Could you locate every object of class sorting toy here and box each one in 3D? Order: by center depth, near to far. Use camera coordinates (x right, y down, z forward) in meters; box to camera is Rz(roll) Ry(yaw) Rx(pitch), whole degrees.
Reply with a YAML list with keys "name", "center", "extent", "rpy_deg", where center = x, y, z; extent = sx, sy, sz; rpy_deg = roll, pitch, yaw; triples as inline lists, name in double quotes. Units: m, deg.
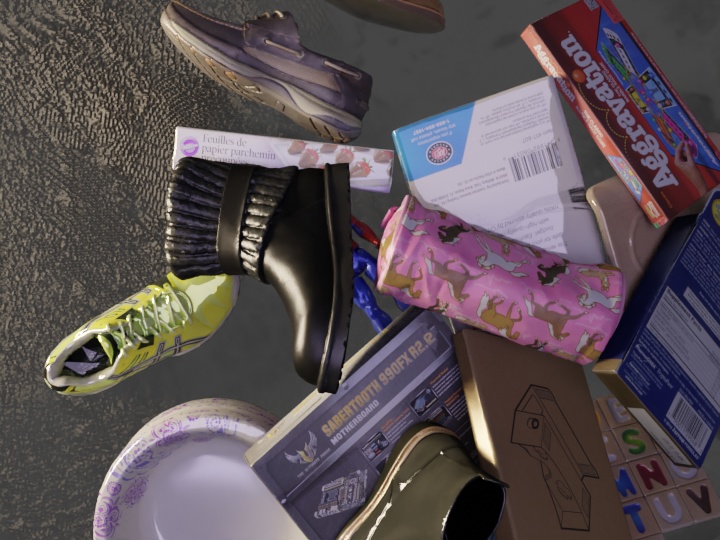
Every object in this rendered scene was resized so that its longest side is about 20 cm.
- name: "sorting toy"
  center: [0.288, -0.003, 0.787]
  extent: [0.183, 0.036, 0.203]
  rpy_deg: [-24, 96, -29]

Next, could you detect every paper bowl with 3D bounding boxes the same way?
- name: "paper bowl"
  center: [-0.130, 0.216, 0.798]
  extent: [0.196, 0.104, 0.205]
  rpy_deg: [0, 95, -2]

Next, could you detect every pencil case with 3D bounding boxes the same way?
- name: "pencil case"
  center: [0.106, 0.007, 0.705]
  extent: [0.196, 0.087, 0.084]
  rpy_deg: [18, 95, -3]

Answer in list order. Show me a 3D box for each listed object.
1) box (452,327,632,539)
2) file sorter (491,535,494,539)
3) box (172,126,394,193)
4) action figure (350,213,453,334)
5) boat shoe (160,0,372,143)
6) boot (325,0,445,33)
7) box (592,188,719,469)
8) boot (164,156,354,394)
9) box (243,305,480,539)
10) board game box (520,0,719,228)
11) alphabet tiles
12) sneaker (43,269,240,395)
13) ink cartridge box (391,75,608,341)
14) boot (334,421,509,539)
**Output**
- name: "box"
  center: [0.152, 0.154, 0.717]
  extent: [0.021, 0.162, 0.203]
  rpy_deg: [-34, 53, 37]
- name: "file sorter"
  center: [0.170, 0.305, 0.799]
  extent: [0.196, 0.139, 0.125]
  rpy_deg: [3, 92, -1]
- name: "box"
  center: [-0.068, -0.100, 0.800]
  extent: [0.196, 0.041, 0.040]
  rpy_deg: [6, 96, -2]
- name: "action figure"
  center: [0.000, 0.000, 0.798]
  extent: [0.065, 0.052, 0.200]
  rpy_deg: [-42, 82, 1]
- name: "boat shoe"
  center: [-0.078, -0.187, 0.782]
  extent: [0.198, 0.074, 0.074]
  rpy_deg: [28, 85, -12]
- name: "boot"
  center: [-0.010, -0.268, 0.773]
  extent: [0.197, 0.074, 0.077]
  rpy_deg: [22, 85, -1]
- name: "box"
  center: [0.278, 0.044, 0.736]
  extent: [0.121, 0.032, 0.201]
  rpy_deg: [45, 66, -19]
- name: "boot"
  center: [-0.084, 0.001, 0.725]
  extent: [0.154, 0.080, 0.214]
  rpy_deg: [0, 58, -3]
- name: "box"
  center: [0.026, 0.151, 0.741]
  extent: [0.199, 0.048, 0.159]
  rpy_deg: [-41, 99, -10]
- name: "board game box"
  center: [0.231, -0.143, 0.765]
  extent: [0.102, 0.019, 0.202]
  rpy_deg: [-29, 82, -28]
- name: "alphabet tiles"
  center: [0.213, 0.193, 0.782]
  extent: [0.196, 0.008, 0.169]
  rpy_deg: [-11, 53, -12]
- name: "sneaker"
  center: [-0.193, 0.057, 0.796]
  extent: [0.198, 0.076, 0.076]
  rpy_deg: [-35, 94, 1]
- name: "ink cartridge box"
  center: [0.124, -0.049, 0.785]
  extent: [0.143, 0.084, 0.204]
  rpy_deg: [-18, 97, 2]
- name: "boot"
  center: [0.033, 0.218, 0.648]
  extent: [0.076, 0.138, 0.203]
  rpy_deg: [22, 88, -13]
